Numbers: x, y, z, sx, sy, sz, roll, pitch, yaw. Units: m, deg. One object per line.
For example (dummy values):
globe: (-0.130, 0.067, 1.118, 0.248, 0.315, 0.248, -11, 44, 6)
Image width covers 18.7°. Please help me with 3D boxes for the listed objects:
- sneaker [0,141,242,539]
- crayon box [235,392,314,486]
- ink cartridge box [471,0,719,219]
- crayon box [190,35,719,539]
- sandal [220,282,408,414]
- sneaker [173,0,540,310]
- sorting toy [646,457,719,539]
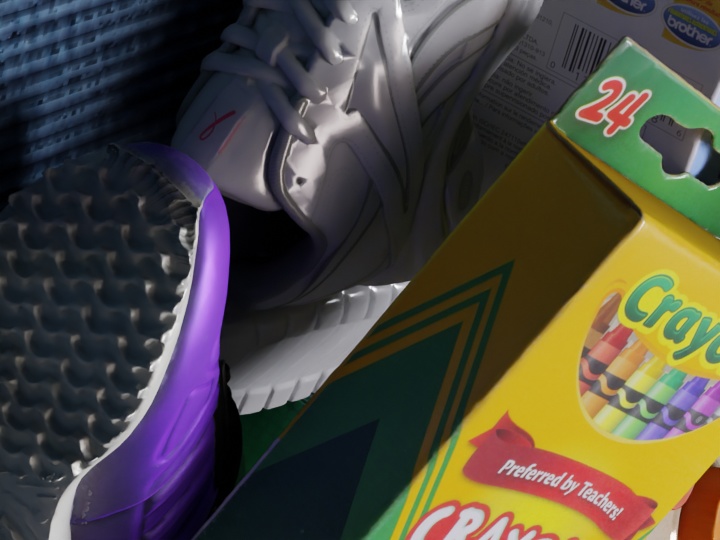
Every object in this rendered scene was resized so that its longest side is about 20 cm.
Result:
sneaker: (-0.070, 0.040, 0.644, 0.099, 0.070, 0.200, -25, 145, -50)
crayon box: (-0.017, 0.112, 0.891, 0.119, 0.058, 0.200, -60, 160, 2)
ink cartridge box: (0.072, -0.090, 0.706, 0.076, 0.136, 0.200, -39, 152, -47)
crayon box: (0.056, 0.039, 0.658, 0.200, 0.051, 0.127, -51, 141, 12)
sandal: (-0.003, 0.004, 0.785, 0.202, 0.050, 0.082, -16, 155, -38)
sneaker: (-0.008, -0.061, 0.636, 0.099, 0.078, 0.200, -29, 140, -35)
sorting toy: (0.136, 0.054, 0.884, 0.185, 0.036, 0.200, 54, 52, -50)
